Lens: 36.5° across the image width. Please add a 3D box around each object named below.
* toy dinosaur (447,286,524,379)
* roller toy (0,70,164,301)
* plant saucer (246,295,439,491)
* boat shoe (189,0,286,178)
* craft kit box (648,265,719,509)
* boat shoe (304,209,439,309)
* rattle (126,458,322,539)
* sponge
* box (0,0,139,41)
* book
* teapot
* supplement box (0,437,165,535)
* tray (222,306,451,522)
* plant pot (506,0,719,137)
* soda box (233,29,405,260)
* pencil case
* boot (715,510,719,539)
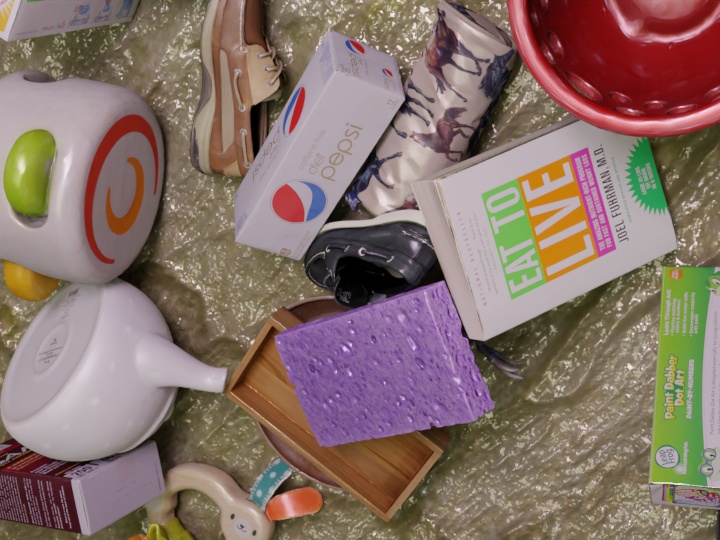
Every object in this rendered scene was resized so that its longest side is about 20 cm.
[{"bbox_3d":[0.096,0.041,0.966,0.181,0.105,0.201,-28,62,21],"label":"toy dinosaur"},{"bbox_3d":[-0.278,-0.085,1.008,0.139,0.183,0.201,12,141,15],"label":"roller toy"},{"bbox_3d":[-0.014,0.116,1.053,0.199,0.037,0.202,6,109,18],"label":"plant saucer"},{"bbox_3d":[-0.102,-0.176,0.980,0.073,0.076,0.201,16,120,9],"label":"boat shoe"},{"bbox_3d":[0.328,0.089,0.839,0.196,0.201,0.049,3,146,18],"label":"craft kit box"},{"bbox_3d":[0.002,0.001,0.948,0.074,0.066,0.199,39,153,-28],"label":"boat shoe"},{"bbox_3d":[-0.156,0.261,1.099,0.199,0.143,0.131,-9,83,29],"label":"rattle"},{"bbox_3d":[0.014,0.084,0.920,0.199,0.030,0.112,-19,96,47],"label":"sponge"},{"bbox_3d":[-0.270,-0.276,0.934,0.112,0.200,0.102,33,115,8],"label":"box"},{"bbox_3d":[0.153,-0.043,0.872,0.048,0.199,0.134,4,116,66],"label":"book"},{"bbox_3d":[-0.250,0.111,1.081,0.146,0.200,0.198,36,96,-34],"label":"teapot"},{"bbox_3d":[-0.312,0.215,1.130,0.199,0.109,0.061,-3,102,35],"label":"supplement box"},{"bbox_3d":[-0.023,0.134,1.024,0.200,0.037,0.099,37,115,5],"label":"tray"},{"bbox_3d":[0.219,-0.208,0.784,0.199,0.182,0.202,6,108,19],"label":"plant pot"},{"bbox_3d":[-0.041,-0.103,0.946,0.068,0.064,0.200,17,129,-23],"label":"soda box"},{"bbox_3d":[0.060,-0.131,0.925,0.089,0.078,0.201,36,116,20],"label":"pencil case"},{"bbox_3d":[0.376,0.195,0.908,0.181,0.072,0.201,-2,100,41],"label":"boot"}]
